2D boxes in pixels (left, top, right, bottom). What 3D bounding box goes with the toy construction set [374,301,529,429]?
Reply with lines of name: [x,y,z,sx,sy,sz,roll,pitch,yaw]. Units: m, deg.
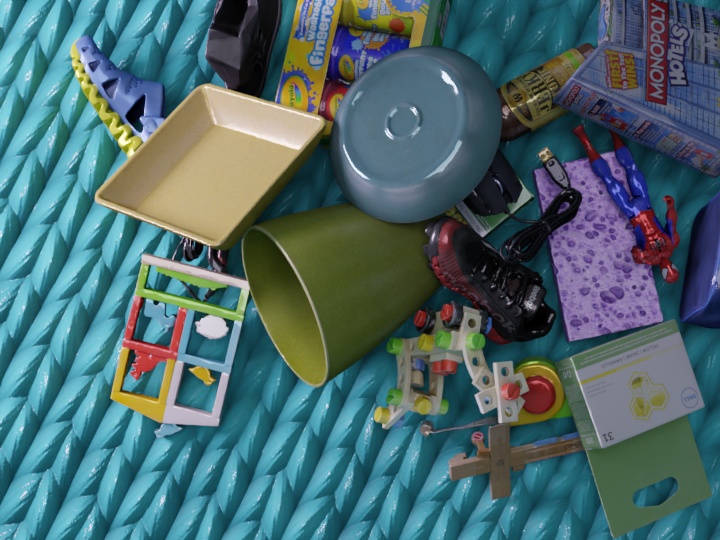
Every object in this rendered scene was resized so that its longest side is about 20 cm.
toy construction set: [0.093,0.108,1.535,0.091,0.199,0.133,20,74,-37]

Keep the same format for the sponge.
sponge: [0.268,-0.029,1.609,0.110,0.030,0.203,-11,85,2]

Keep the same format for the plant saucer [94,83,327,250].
plant saucer: [-0.157,-0.105,1.545,0.198,0.049,0.200,20,58,35]

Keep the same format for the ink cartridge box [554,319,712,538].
ink cartridge box: [0.309,0.172,1.552,0.144,0.048,0.203,-17,85,-22]

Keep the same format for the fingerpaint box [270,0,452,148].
fingerpaint box: [0.002,-0.238,1.607,0.165,0.073,0.203,12,83,12]

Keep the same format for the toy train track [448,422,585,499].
toy train track: [0.192,0.194,1.586,0.197,0.033,0.116,-11,129,-7]

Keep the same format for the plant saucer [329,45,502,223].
plant saucer: [0.051,-0.152,1.503,0.197,0.036,0.203,-8,70,22]

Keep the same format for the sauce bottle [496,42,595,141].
sauce bottle: [0.184,-0.186,1.600,0.198,0.065,0.065,-30,84,-6]

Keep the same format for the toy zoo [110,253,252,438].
toy zoo: [-0.207,0.094,1.622,0.129,0.020,0.203,14,96,0]

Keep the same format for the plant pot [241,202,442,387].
plant pot: [0.000,0.000,1.557,0.198,0.187,0.189,-25,84,-21]

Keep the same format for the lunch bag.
lunch bag: [0.428,-0.006,1.511,0.130,0.200,0.138,11,81,2]

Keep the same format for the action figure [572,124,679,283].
action figure: [0.301,-0.079,1.551,0.065,0.099,0.202,-26,87,1]

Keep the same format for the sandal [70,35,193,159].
sandal: [-0.259,-0.190,1.641,0.087,0.079,0.201,-36,92,-3]

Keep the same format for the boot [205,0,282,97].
boot: [-0.131,-0.284,1.572,0.065,0.200,0.167,2,85,4]

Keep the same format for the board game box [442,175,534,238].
board game box: [0.099,-0.130,1.633,0.104,0.023,0.201,-37,83,-2]

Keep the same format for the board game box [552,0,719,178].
board game box: [0.313,-0.221,1.553,0.197,0.062,0.203,11,67,-12]

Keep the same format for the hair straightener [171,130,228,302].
hair straightener: [-0.180,-0.064,1.645,0.076,0.041,0.203,8,90,5]

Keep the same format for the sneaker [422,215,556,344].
sneaker: [0.146,0.011,1.534,0.097,0.201,0.071,5,57,45]

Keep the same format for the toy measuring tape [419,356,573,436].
toy measuring tape: [0.159,0.137,1.586,0.197,0.074,0.075,-9,85,9]

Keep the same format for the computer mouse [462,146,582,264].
computer mouse: [0.153,-0.115,1.533,0.140,0.046,0.200,-33,76,-30]
